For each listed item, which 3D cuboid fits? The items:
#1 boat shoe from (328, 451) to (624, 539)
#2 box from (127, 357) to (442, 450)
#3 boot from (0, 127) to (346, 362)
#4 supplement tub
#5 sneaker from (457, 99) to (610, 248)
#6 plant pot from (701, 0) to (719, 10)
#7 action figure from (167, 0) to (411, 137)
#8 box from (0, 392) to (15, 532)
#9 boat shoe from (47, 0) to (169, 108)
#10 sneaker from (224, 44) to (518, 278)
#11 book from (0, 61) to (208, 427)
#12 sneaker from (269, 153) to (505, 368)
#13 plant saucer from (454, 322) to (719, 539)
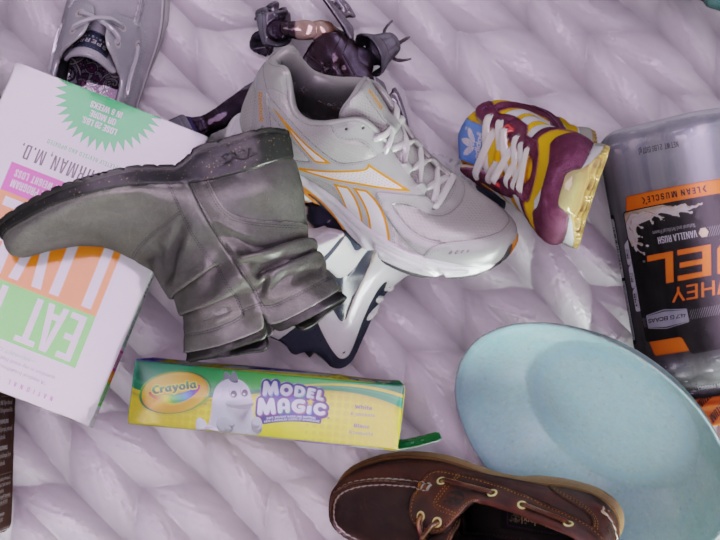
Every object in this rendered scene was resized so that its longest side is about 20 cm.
[{"bbox_3d":[0.069,0.164,1.414,0.200,0.070,0.070,1,112,20],"label":"boat shoe"},{"bbox_3d":[-0.046,0.088,1.421,0.200,0.117,0.048,7,88,-1],"label":"box"},{"bbox_3d":[-0.117,-0.002,1.332,0.200,0.068,0.131,-15,88,6],"label":"boot"},{"bbox_3d":[0.232,-0.001,1.423,0.122,0.123,0.200,-11,88,-1],"label":"supplement tub"},{"bbox_3d":[0.104,-0.066,1.388,0.090,0.200,0.075,18,98,-1],"label":"sneaker"},{"bbox_3d":[0.191,-0.268,1.409,0.196,0.200,0.200,10,87,8],"label":"plant pot"},{"bbox_3d":[-0.054,-0.110,1.457,0.200,0.069,0.130,-30,81,-5],"label":"action figure"},{"bbox_3d":[-0.281,0.073,1.443,0.100,0.075,0.200,1,86,0],"label":"box"},{"bbox_3d":[-0.178,-0.142,1.454,0.072,0.069,0.200,18,88,1],"label":"boat shoe"},{"bbox_3d":[0.012,-0.069,1.361,0.200,0.076,0.092,26,131,4],"label":"sneaker"},{"bbox_3d":[-0.195,-0.016,1.392,0.133,0.048,0.200,21,84,1],"label":"book"},{"bbox_3d":[0.000,0.000,1.452,0.199,0.130,0.079,-20,53,-36],"label":"sneaker"},{"bbox_3d":[0.156,0.102,1.406,0.201,0.201,0.039,39,52,2],"label":"plant saucer"}]
